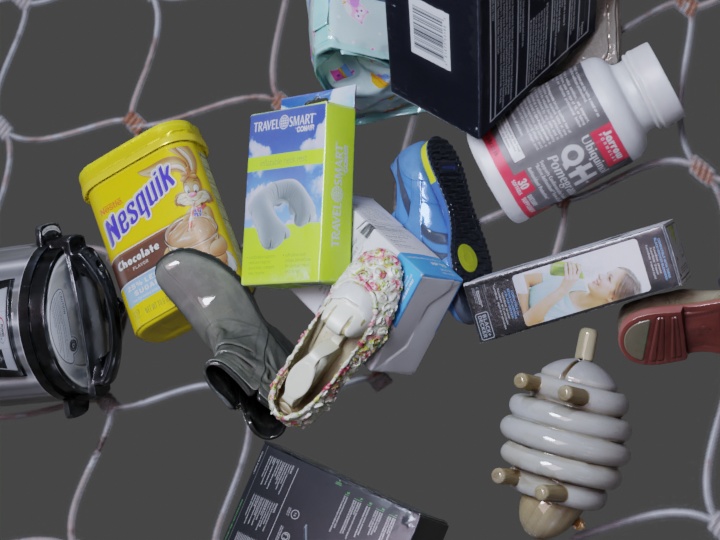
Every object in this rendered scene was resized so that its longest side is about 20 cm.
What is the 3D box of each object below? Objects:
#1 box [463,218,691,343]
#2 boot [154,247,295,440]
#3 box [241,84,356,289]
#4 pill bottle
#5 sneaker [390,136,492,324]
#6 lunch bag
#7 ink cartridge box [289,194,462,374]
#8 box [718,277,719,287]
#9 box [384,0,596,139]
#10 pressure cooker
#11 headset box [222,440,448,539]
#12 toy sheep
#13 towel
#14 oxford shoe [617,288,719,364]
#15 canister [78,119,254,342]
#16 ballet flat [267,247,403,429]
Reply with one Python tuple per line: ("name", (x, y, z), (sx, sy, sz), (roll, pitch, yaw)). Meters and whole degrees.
("box", (0.209, 0.009, 1.459), (0.198, 0.117, 0.061), (-17, 89, 18))
("boot", (-0.136, 0.070, 1.536), (0.068, 0.131, 0.200), (-41, 101, 20))
("box", (-0.061, -0.085, 1.542), (0.121, 0.047, 0.203), (-3, 82, 45))
("pill bottle", (0.213, -0.140, 1.506), (0.199, 0.111, 0.112), (-29, 67, 13))
("sneaker", (0.078, -0.034, 1.566), (0.078, 0.066, 0.202), (-27, 69, 37))
("lunch bag", (0.003, -0.265, 1.577), (0.121, 0.200, 0.173), (-8, 72, 20))
("ink cartridge box", (0.000, 0.000, 1.549), (0.200, 0.067, 0.117), (44, 114, 38))
("box", (0.442, 0.060, 1.315), (0.194, 0.118, 0.202), (-11, 70, -10))
("box", (0.126, -0.273, 1.455), (0.123, 0.201, 0.198), (32, 57, 28))
("pressure cooker", (-0.349, 0.054, 1.650), (0.198, 0.177, 0.180), (-6, 50, 20))
("headset box", (-0.031, 0.289, 1.499), (0.198, 0.093, 0.176), (20, 84, 25))
("toy sheep", (0.191, 0.152, 1.424), (0.137, 0.138, 0.202), (18, 92, 25))
("towel", (0.176, -0.257, 1.597), (0.198, 0.034, 0.134), (-4, 73, 22))
("oxford shoe", (0.338, 0.039, 1.431), (0.197, 0.075, 0.071), (-2, 116, 4))
("canister", (-0.210, -0.041, 1.668), (0.147, 0.086, 0.202), (-28, 69, 13))
("ballet flat", (-0.024, 0.069, 1.459), (0.075, 0.064, 0.201), (33, 103, 16))
